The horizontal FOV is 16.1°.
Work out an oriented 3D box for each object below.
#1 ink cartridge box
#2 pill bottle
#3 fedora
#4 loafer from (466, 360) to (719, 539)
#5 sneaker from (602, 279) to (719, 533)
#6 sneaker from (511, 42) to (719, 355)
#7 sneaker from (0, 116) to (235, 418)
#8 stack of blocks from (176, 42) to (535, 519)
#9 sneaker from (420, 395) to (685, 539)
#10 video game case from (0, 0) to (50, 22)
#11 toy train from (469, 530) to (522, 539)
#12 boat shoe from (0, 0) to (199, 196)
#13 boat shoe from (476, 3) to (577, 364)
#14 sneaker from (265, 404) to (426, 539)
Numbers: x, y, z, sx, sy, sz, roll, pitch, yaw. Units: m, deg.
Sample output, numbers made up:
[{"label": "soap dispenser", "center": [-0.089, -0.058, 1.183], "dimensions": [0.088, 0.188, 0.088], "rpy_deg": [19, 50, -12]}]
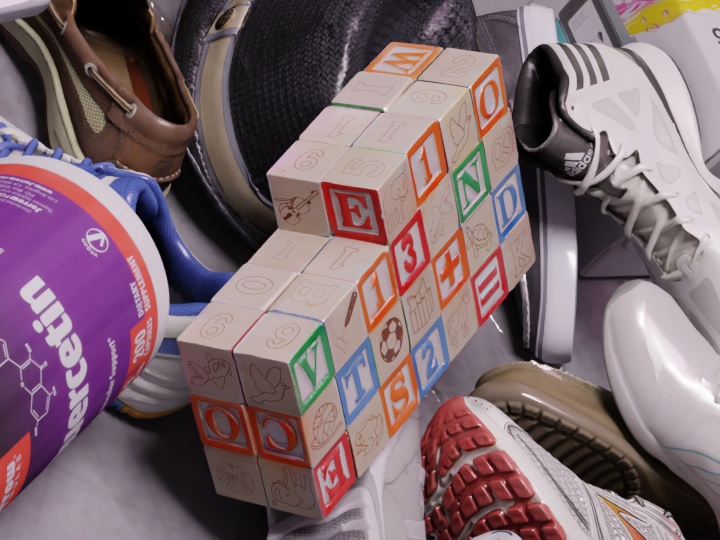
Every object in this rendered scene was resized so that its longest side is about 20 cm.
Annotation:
[{"label": "ink cartridge box", "center": [0.175, -0.117, 1.425], "dimensions": [0.146, 0.146, 0.201], "rpy_deg": [-1, 59, -41]}, {"label": "pill bottle", "center": [-0.167, 0.042, 1.018], "dimensions": [0.112, 0.112, 0.200], "rpy_deg": [44, 40, -2]}, {"label": "fedora", "center": [0.001, -0.093, 1.260], "dimensions": [0.200, 0.091, 0.202], "rpy_deg": [17, 64, -40]}, {"label": "loafer", "center": [0.125, 0.092, 1.269], "dimensions": [0.200, 0.076, 0.068], "rpy_deg": [31, 40, -32]}, {"label": "sneaker", "center": [0.190, 0.085, 1.221], "dimensions": [0.201, 0.080, 0.070], "rpy_deg": [57, 40, -2]}, {"label": "sneaker", "center": [0.133, -0.030, 1.273], "dimensions": [0.115, 0.076, 0.201], "rpy_deg": [2, 53, -41]}, {"label": "sneaker", "center": [-0.130, -0.029, 1.131], "dimensions": [0.200, 0.088, 0.075], "rpy_deg": [42, 41, -3]}, {"label": "stack of blocks", "center": [0.000, 0.000, 1.129], "dimensions": [0.200, 0.058, 0.116], "rpy_deg": [-49, 138, -41]}, {"label": "sneaker", "center": [0.103, 0.135, 1.209], "dimensions": [0.200, 0.078, 0.082], "rpy_deg": [49, 44, -11]}, {"label": "video game case", "center": [-0.254, -0.181, 1.122], "dimensions": [0.199, 0.022, 0.183], "rpy_deg": [-16, 84, -28]}, {"label": "toy train", "center": [0.092, 0.206, 1.111], "dimensions": [0.200, 0.085, 0.114], "rpy_deg": [53, 33, -19]}, {"label": "boat shoe", "center": [-0.124, -0.123, 1.217], "dimensions": [0.074, 0.075, 0.203], "rpy_deg": [0, 53, -42]}, {"label": "boat shoe", "center": [0.078, -0.046, 1.345], "dimensions": [0.066, 0.070, 0.201], "rpy_deg": [-4, 74, 2]}, {"label": "sneaker", "center": [-0.005, 0.115, 1.153], "dimensions": [0.201, 0.074, 0.082], "rpy_deg": [-79, 151, -50]}]
